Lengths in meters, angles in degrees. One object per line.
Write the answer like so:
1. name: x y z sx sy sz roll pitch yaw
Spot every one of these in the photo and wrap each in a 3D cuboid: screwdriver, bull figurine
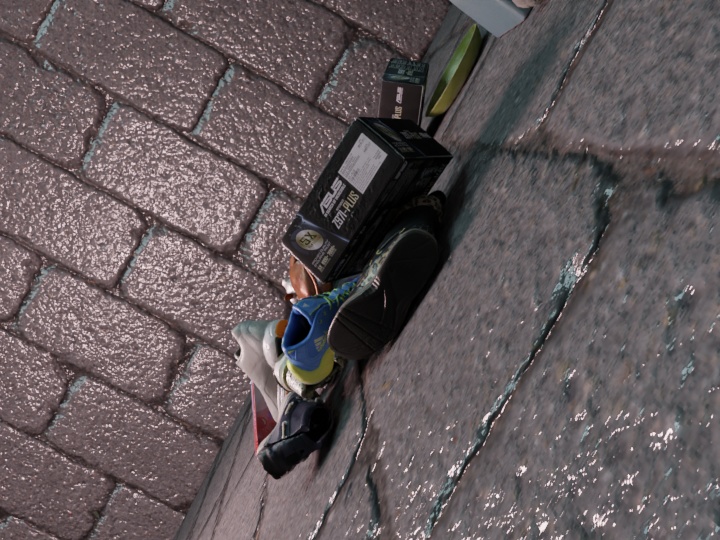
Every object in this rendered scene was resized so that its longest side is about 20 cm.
1. screwdriver: 0.078 -0.075 1.213 0.029 0.028 0.200 -33 -3 -25
2. bull figurine: -0.083 -0.001 1.297 0.200 0.064 0.124 -170 74 -73

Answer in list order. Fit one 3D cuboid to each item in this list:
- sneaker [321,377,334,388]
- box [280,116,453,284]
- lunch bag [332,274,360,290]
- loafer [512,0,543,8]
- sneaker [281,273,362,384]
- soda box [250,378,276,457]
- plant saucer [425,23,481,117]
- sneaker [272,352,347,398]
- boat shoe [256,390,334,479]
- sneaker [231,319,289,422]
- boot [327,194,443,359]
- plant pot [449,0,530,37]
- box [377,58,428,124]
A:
1. sneaker: -0.078 0.160 1.337 0.200 0.072 0.081 106 160 -66
2. box: 0.010 -0.095 1.092 0.201 0.086 0.163 -56 -19 24
3. lunch bag: 0.000 0.000 1.344 0.162 0.076 0.200 -60 7 10
4. loafer: 0.257 -0.469 1.169 0.069 0.070 0.202 4 66 43
5. sneaker: -0.028 0.056 1.081 0.201 0.075 0.105 -51 -35 -12
6. soda box: -0.148 0.199 1.364 0.070 0.062 0.203 113 152 -65
7. plant saucer: 0.189 -0.388 1.634 0.202 0.031 0.200 -61 7 13
8. sneaker: -0.028 0.107 1.154 0.200 0.077 0.089 -47 34 -4
9. boat shoe: -0.068 0.207 1.145 0.092 0.075 0.200 -35 11 21
10. sneaker: -0.141 0.148 1.245 0.076 0.091 0.202 -59 -29 -49
11. boot: 0.038 0.006 1.041 0.204 0.073 0.154 -54 7 28
12. plant pot: 0.202 -0.520 1.315 0.198 0.198 0.196 -62 7 5
13. box: 0.084 -0.328 1.693 0.201 0.085 0.166 -74 -8 -62
